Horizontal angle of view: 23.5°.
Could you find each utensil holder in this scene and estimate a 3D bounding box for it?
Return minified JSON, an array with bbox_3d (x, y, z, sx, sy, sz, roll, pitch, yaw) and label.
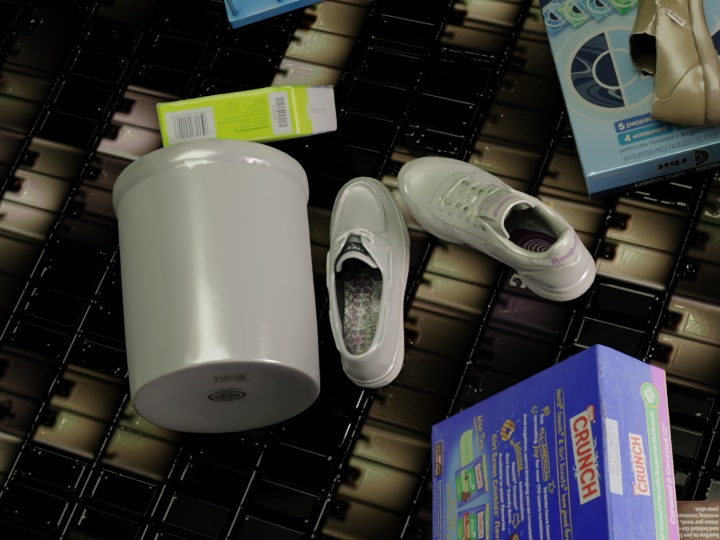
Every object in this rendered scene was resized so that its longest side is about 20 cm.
[{"bbox_3d":[-0.120,0.017,1.463,0.170,0.170,0.200,-11,64,9],"label":"utensil holder"}]

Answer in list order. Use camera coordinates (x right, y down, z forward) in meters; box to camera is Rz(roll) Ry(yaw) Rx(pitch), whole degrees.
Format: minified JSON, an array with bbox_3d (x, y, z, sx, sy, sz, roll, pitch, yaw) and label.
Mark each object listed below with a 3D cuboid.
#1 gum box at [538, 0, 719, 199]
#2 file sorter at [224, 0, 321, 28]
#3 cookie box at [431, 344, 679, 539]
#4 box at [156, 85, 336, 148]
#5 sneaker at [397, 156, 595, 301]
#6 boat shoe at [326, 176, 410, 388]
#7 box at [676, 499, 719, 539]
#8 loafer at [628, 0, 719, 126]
[{"bbox_3d":[0.261,-0.176,1.528,0.170,0.045,0.200,-14,60,7],"label":"gum box"},{"bbox_3d":[-0.056,-0.347,1.654,0.200,0.123,0.139,-16,61,6],"label":"file sorter"},{"bbox_3d":[0.142,0.173,1.303,0.200,0.075,0.172,-32,49,47],"label":"cookie box"},{"bbox_3d":[-0.095,-0.136,1.540,0.122,0.200,0.048,-7,94,11],"label":"box"},{"bbox_3d":[0.113,-0.054,1.474,0.200,0.100,0.075,30,77,27],"label":"sneaker"},{"bbox_3d":[0.000,0.000,1.493,0.072,0.069,0.200,-2,63,14],"label":"boat shoe"},{"bbox_3d":[0.228,0.276,1.292,0.100,0.075,0.200,-2,62,13],"label":"box"},{"bbox_3d":[0.259,-0.210,1.477,0.067,0.076,0.200,-11,61,1],"label":"loafer"}]
